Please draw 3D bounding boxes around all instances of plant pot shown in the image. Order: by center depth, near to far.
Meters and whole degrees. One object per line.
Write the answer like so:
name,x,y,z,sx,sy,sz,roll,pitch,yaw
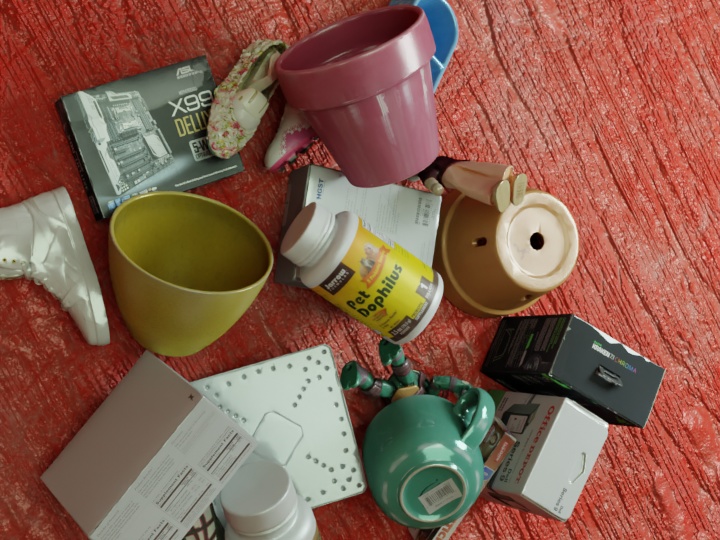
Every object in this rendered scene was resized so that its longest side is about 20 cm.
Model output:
plant pot,-0.221,0.019,1.437,0.198,0.201,0.143,6,126,-23
plant pot,0.014,-0.213,1.486,0.199,0.199,0.180,-33,118,-22
plant pot,0.213,-0.035,1.649,0.198,0.140,0.202,2,86,-25

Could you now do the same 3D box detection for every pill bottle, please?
pill bottle,-0.106,0.338,1.456,0.114,0.114,0.201,-30,128,-23
pill bottle,0.000,0.000,1.485,0.199,0.109,0.110,34,74,-19

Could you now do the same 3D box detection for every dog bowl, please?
dog bowl,0.073,-0.301,1.624,0.111,0.049,0.201,42,58,-29

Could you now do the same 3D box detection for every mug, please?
mug,0.086,0.240,1.509,0.151,0.115,0.187,8,113,-12

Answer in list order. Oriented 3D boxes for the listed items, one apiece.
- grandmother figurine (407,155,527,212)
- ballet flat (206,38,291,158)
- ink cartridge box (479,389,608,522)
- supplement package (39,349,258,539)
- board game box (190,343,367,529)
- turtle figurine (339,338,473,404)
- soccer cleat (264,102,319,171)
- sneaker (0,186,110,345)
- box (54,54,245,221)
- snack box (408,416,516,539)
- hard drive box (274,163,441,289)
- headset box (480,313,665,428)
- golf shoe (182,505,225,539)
grandmother figurine,0.128,-0.132,1.599,0.121,0.199,0.061,-11,115,-49
ballet flat,-0.140,-0.230,1.507,0.076,0.064,0.201,45,47,-34
ink cartridge box,0.227,0.246,1.604,0.084,0.200,0.147,32,75,-19
supplement package,-0.251,0.224,1.390,0.200,0.155,0.111,-50,129,-10
board game box,-0.110,0.216,1.526,0.198,0.026,0.202,-15,93,-9
turtle figurine,0.066,0.177,1.593,0.150,0.101,0.200,-45,123,-1
soccer cleat,-0.076,-0.216,1.576,0.086,0.070,0.200,45,65,-6
sneaker,-0.381,0.010,1.423,0.115,0.074,0.202,-19,85,-22
box,-0.265,-0.169,1.492,0.199,0.050,0.159,-20,96,-24
snack box,0.136,0.291,1.594,0.024,0.072,0.201,31,97,-20
hard drive box,-0.003,-0.044,1.587,0.198,0.077,0.157,12,82,-23
headset box,0.298,0.140,1.644,0.173,0.200,0.093,30,75,-20
golf shoe,-0.205,0.319,1.478,0.087,0.077,0.202,4,94,-23
